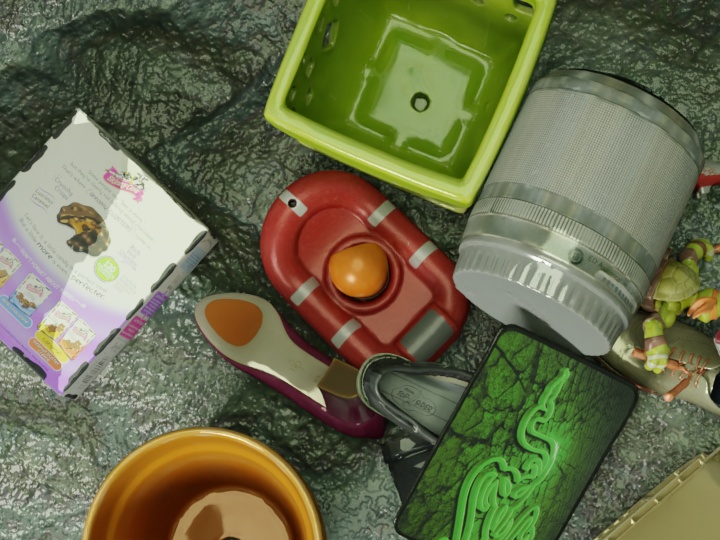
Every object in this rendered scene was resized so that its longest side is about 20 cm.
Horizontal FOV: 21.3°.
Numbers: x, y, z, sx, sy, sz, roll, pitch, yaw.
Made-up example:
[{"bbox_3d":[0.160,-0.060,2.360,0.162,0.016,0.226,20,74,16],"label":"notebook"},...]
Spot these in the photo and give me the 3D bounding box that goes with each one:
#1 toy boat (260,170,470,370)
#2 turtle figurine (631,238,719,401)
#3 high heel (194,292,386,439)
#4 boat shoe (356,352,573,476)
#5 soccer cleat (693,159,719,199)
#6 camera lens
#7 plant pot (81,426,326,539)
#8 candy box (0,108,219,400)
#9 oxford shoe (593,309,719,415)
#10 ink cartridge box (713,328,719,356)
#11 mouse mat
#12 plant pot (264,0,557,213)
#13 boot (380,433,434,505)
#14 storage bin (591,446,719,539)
[{"bbox_3d":[0.000,0.000,1.670,0.200,0.131,0.131,44,87,8],"label":"toy boat"},{"bbox_3d":[0.247,0.019,1.649,0.160,0.065,0.201,17,50,20],"label":"turtle figurine"},{"bbox_3d":[-0.062,0.088,1.714,0.199,0.096,0.068,22,66,26],"label":"high heel"},{"bbox_3d":[0.092,0.123,1.607,0.198,0.066,0.075,28,84,-3],"label":"boat shoe"},{"bbox_3d":[0.230,-0.104,1.699,0.198,0.069,0.086,1,87,9],"label":"soccer cleat"},{"bbox_3d":[0.181,-0.052,1.574,0.159,0.160,0.201,25,76,7],"label":"camera lens"},{"bbox_3d":[-0.120,0.238,1.622,0.198,0.183,0.203,-1,83,5],"label":"plant pot"},{"bbox_3d":[-0.255,-0.014,1.722,0.168,0.072,0.200,42,88,9],"label":"candy box"},{"bbox_3d":[0.289,0.082,1.665,0.198,0.074,0.071,22,85,7],"label":"oxford shoe"},{"bbox_3d":[0.408,0.019,1.593,0.145,0.083,0.201,6,51,44],"label":"ink cartridge box"},{"bbox_3d":[0.132,0.156,1.593,0.160,0.008,0.201,25,99,-29],"label":"mouse mat"},{"bbox_3d":[0.048,-0.168,1.663,0.197,0.182,0.202,23,84,7],"label":"plant pot"},{"bbox_3d":[0.120,0.226,1.664,0.163,0.066,0.202,-17,81,3],"label":"boot"},{"bbox_3d":[0.284,0.287,1.611,0.198,0.094,0.200,-37,81,-17],"label":"storage bin"}]
